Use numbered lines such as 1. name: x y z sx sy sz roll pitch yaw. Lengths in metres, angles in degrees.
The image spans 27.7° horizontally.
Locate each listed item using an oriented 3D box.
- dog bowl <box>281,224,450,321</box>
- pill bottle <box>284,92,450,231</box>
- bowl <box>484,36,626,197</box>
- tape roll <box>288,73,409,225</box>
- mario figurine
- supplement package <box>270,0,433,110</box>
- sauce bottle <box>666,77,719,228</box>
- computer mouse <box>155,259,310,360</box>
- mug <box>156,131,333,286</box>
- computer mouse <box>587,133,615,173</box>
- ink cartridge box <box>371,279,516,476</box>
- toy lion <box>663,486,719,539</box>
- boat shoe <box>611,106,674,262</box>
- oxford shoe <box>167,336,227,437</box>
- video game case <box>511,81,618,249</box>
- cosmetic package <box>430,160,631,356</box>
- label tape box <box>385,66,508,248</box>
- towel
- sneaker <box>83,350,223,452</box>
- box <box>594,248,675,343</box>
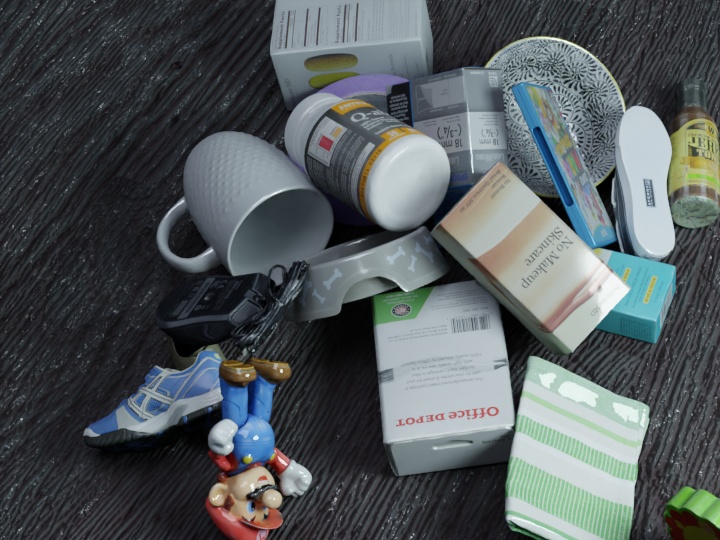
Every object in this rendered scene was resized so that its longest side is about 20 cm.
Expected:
1. dog bowl: 0.000 0.000 1.678 0.199 0.200 0.059 -18 96 -1
2. pill bottle: 0.003 -0.132 1.694 0.116 0.117 0.200 -38 42 -16
3. bowl: 0.217 -0.177 1.789 0.200 0.094 0.202 3 79 -15
4. tape roll: 0.010 -0.155 1.855 0.199 0.066 0.201 -5 53 7
5. mario figurine: -0.106 0.199 1.560 0.123 0.106 0.201 1 97 -12
6. supplement package: -0.009 -0.295 1.930 0.199 0.114 0.110 -5 53 10
7. sauce bottle: 0.402 -0.148 1.767 0.064 0.065 0.201 -1 55 11
8. computer mouse: -0.148 0.052 1.630 0.199 0.053 0.139 -2 41 42
9. mug: -0.159 -0.072 1.782 0.200 0.148 0.175 -36 50 -7
10. computer mouse: 0.299 -0.189 1.838 0.058 0.034 0.200 -29 54 -9
11. ink cartridge box: 0.094 0.119 1.625 0.145 0.084 0.201 -8 53 6
12. toy lion: 0.375 0.279 1.388 0.069 0.200 0.192 -41 76 -16
13. boat shoe: 0.329 -0.096 1.731 0.071 0.068 0.201 5 67 -19
14. oxford shoe: -0.175 0.129 1.679 0.070 0.075 0.200 -31 54 -12
15. video game case: 0.236 -0.120 1.670 0.018 0.143 0.201 -25 85 19
16. cosmetic package: 0.184 -0.012 1.593 0.200 0.087 0.103 43 83 0
17. label tape box: 0.104 -0.128 1.710 0.063 0.201 0.144 -6 0 -38
18. towel: 0.228 0.202 1.530 0.152 0.023 0.201 24 56 -12
19. sneaker: -0.226 0.153 1.646 0.199 0.076 0.077 -21 71 18
20. box: 0.257 0.015 1.688 0.199 0.049 0.082 14 58 20
